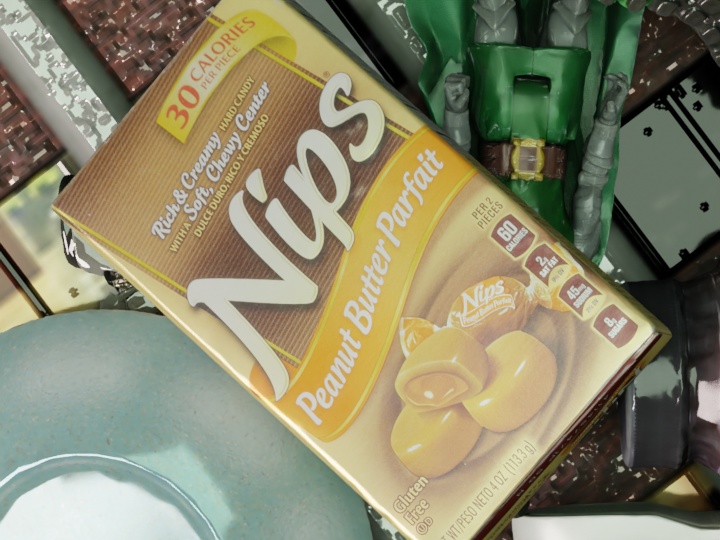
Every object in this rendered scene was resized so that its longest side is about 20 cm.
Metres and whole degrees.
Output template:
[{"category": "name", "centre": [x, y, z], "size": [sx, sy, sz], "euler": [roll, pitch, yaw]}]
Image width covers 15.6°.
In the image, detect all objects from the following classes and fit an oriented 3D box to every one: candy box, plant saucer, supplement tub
[{"category": "candy box", "centre": [0.000, 0.000, 0.957], "size": [0.200, 0.055, 0.115], "euler": [42, 96, 11]}, {"category": "plant saucer", "centre": [-0.095, 0.116, 1.010], "size": [0.201, 0.039, 0.201], "euler": [3, 106, 13]}, {"category": "supplement tub", "centre": [0.197, 0.037, 0.990], "size": [0.200, 0.107, 0.107], "euler": [-1, 92, 1]}]

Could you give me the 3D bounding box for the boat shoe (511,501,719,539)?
[{"category": "boat shoe", "centre": [0.158, 0.120, 1.015], "size": [0.200, 0.076, 0.060], "euler": [-1, 91, 14]}]

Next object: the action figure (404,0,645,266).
[{"category": "action figure", "centre": [0.065, -0.067, 1.019], "size": [0.118, 0.055, 0.200], "euler": [2, 96, -1]}]

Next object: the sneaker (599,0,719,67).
[{"category": "sneaker", "centre": [0.119, -0.134, 0.976], "size": [0.078, 0.085, 0.200], "euler": [-35, 124, 30]}]

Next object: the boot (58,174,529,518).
[{"category": "boot", "centre": [-0.027, 0.029, 1.026], "size": [0.130, 0.068, 0.200], "euler": [-29, 85, 10]}]
